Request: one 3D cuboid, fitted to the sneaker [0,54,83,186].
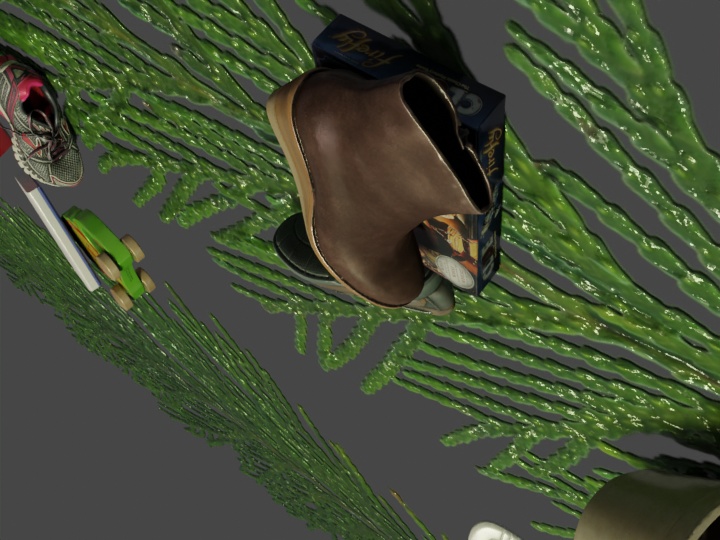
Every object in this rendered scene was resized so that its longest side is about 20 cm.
[{"bbox_3d":[-0.408,-0.177,1.179,0.074,0.081,0.201,26,154,29],"label":"sneaker"}]

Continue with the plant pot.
[{"bbox_3d":[0.262,0.236,0.706,0.200,0.201,0.183,45,170,-12],"label":"plant pot"}]

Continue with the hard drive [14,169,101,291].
[{"bbox_3d":[-0.517,-0.069,1.576,0.132,0.025,0.202,32,152,56],"label":"hard drive"}]

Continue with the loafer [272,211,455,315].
[{"bbox_3d":[0.000,0.000,0.836,0.198,0.072,0.063,18,156,42],"label":"loafer"}]

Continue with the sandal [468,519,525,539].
[{"bbox_3d":[0.225,0.408,1.253,0.202,0.083,0.050,42,-158,-6],"label":"sandal"}]

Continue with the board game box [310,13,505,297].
[{"bbox_3d":[0.038,-0.075,0.666,0.135,0.035,0.201,32,157,24],"label":"board game box"}]

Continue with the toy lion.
[{"bbox_3d":[-0.429,-0.039,1.523,0.192,0.069,0.201,44,160,14],"label":"toy lion"}]

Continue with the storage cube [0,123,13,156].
[{"bbox_3d":[-0.663,-0.216,1.394,0.170,0.201,0.180,39,166,2],"label":"storage cube"}]

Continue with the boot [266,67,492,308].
[{"bbox_3d":[0.024,-0.041,0.604,0.165,0.072,0.201,14,142,54],"label":"boot"}]
